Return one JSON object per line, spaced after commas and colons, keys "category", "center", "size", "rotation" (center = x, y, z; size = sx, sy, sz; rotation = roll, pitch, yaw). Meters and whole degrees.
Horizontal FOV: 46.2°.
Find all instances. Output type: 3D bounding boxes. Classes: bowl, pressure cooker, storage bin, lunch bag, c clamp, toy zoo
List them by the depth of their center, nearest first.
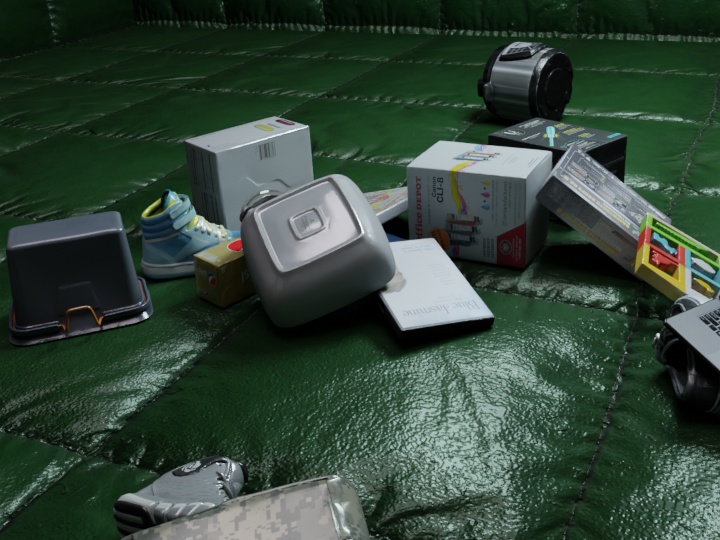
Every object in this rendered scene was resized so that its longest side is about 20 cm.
{"category": "lunch bag", "center": [-0.072, 0.264, 0.581], "size": [0.196, 0.141, 0.169], "rotation": [-11, 42, -10]}
{"category": "toy zoo", "center": [0.437, -0.001, 1.148], "size": [0.130, 0.021, 0.200], "rotation": [31, 33, 4]}
{"category": "bowl", "center": [-0.066, -0.043, 1.154], "size": [0.196, 0.075, 0.202], "rotation": [-23, 51, -5]}
{"category": "storage bin", "center": [-0.401, 0.006, 1.177], "size": [0.196, 0.137, 0.146], "rotation": [-12, 26, -16]}
{"category": "c clamp", "center": [-0.103, -0.069, 1.264], "size": [0.198, 0.028, 0.170], "rotation": [28, 38, 25]}
{"category": "pressure cooker", "center": [0.379, -0.441, 1.994], "size": [0.198, 0.182, 0.175], "rotation": [21, -5, 42]}

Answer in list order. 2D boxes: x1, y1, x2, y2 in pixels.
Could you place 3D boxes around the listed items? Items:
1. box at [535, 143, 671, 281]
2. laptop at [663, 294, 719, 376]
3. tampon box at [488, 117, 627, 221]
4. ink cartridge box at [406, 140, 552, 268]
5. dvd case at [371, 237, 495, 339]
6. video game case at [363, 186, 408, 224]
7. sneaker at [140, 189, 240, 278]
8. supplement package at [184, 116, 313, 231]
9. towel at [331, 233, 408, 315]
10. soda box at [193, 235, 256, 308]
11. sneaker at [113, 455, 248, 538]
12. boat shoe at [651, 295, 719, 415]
{"category": "box", "center": [0.370, -0.092, 1.274], "size": [0.199, 0.049, 0.158], "rotation": [38, 35, 4]}
{"category": "laptop", "center": [0.467, 0.058, 0.897], "size": [0.197, 0.117, 0.188], "rotation": [-12, 48, -39]}
{"category": "tampon box", "center": [0.343, -0.179, 1.486], "size": [0.148, 0.129, 0.198], "rotation": [-22, 30, -36]}
{"category": "ink cartridge box", "center": [0.187, -0.109, 1.334], "size": [0.196, 0.148, 0.144], "rotation": [9, 27, 27]}
{"category": "dvd case", "center": [0.079, 0.019, 1.165], "size": [0.140, 0.018, 0.201], "rotation": [-6, 37, -21]}
{"category": "video game case", "center": [0.011, -0.103, 1.430], "size": [0.179, 0.023, 0.199], "rotation": [-5, 18, 42]}
{"category": "sneaker", "center": [-0.250, -0.068, 1.318], "size": [0.196, 0.133, 0.080], "rotation": [-12, 24, -19]}
{"category": "supplement package", "center": [-0.193, -0.169, 1.497], "size": [0.198, 0.159, 0.110], "rotation": [-23, 30, -36]}
{"category": "towel", "center": [0.000, 0.000, 1.242], "size": [0.110, 0.050, 0.199], "rotation": [17, 31, 35]}
{"category": "soda box", "center": [-0.154, -0.017, 1.272], "size": [0.063, 0.069, 0.198], "rotation": [20, 33, 39]}
{"category": "sneaker", "center": [-0.119, 0.216, 0.768], "size": [0.196, 0.077, 0.115], "rotation": [9, 25, 28]}
{"category": "boat shoe", "center": [0.374, 0.089, 0.975], "size": [0.067, 0.075, 0.201], "rotation": [13, 35, 1]}
